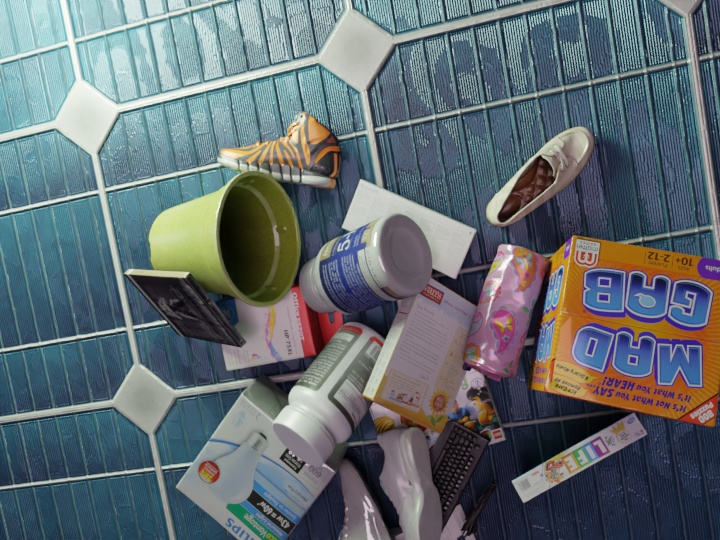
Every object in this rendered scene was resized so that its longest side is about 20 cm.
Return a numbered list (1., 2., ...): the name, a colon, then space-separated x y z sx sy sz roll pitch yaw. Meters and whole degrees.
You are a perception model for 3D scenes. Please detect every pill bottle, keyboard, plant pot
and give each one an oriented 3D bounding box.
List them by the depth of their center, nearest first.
1. pill bottle: 0.000 0.000 0.948 0.198 0.119 0.122 -21 92 44
2. pill bottle: -0.039 0.187 0.960 0.113 0.114 0.201 38 59 4
3. plant pot: -0.223 -0.042 0.985 0.181 0.199 0.205 -3 96 30
4. keyboard: 0.154 0.352 1.008 0.125 0.021 0.203 25 102 5

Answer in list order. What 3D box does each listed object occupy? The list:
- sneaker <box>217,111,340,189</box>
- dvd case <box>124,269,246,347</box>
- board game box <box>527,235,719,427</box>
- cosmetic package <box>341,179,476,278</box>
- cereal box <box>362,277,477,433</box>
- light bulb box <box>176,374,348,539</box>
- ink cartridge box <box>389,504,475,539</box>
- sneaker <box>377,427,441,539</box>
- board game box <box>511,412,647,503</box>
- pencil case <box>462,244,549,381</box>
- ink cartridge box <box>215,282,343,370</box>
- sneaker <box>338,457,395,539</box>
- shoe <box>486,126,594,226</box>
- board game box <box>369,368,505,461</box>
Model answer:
1. sneaker: -0.127 -0.201 1.013 0.196 0.078 0.114 9 93 -2
2. dvd case: -0.281 0.058 0.999 0.198 0.016 0.150 2 134 45
3. board game box: 0.355 0.085 0.864 0.196 0.200 0.204 11 83 9
4. cosmetic package: 0.077 -0.067 0.995 0.197 0.051 0.084 25 102 7
5. cereal box: 0.102 0.126 0.953 0.143 0.039 0.203 30 78 -26
6. light bulb box: -0.158 0.322 1.039 0.197 0.125 0.201 37 100 5
7. ink cartridge box: 0.108 0.504 1.060 0.197 0.050 0.163 -25 91 -7
8. sneaker: 0.070 0.352 0.988 0.087 0.075 0.204 -13 80 34
9. board game box: 0.329 0.279 0.942 0.198 0.134 0.035 -34 67 11
10. pencil case: 0.219 0.064 0.948 0.086 0.087 0.204 17 85 8
11. ink cartridge box: -0.131 0.087 1.039 0.196 0.067 0.119 -11 94 10
12. sneaker: -0.005 0.410 1.018 0.087 0.075 0.202 -27 68 -1
13. shoe: 0.275 -0.138 0.951 0.200 0.053 0.070 -44 87 11
14. board game box: 0.122 0.240 1.025 0.197 0.035 0.128 -20 92 11
